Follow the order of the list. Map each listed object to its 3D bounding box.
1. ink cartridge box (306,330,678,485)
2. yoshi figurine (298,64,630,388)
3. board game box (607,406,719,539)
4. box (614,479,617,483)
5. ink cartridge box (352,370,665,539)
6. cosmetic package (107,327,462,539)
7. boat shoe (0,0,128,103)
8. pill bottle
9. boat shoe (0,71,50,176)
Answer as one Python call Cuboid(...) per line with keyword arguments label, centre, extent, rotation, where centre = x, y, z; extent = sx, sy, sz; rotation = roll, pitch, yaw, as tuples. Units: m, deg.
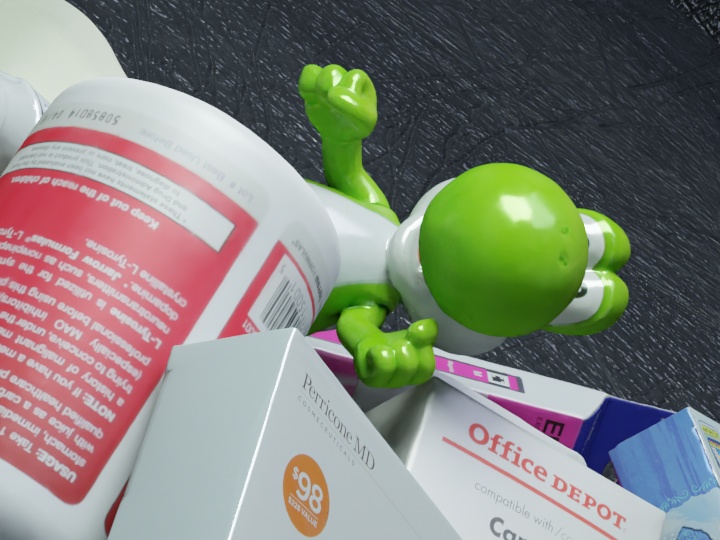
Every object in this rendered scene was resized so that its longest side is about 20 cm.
Cuboid(label="ink cartridge box", centre=(0.024, 0.080, 1.156), extent=(0.199, 0.095, 0.037), rotation=(14, 23, -12))
Cuboid(label="yoshi figurine", centre=(0.000, -0.009, 1.037), extent=(0.199, 0.113, 0.112), rotation=(1, 27, 2))
Cuboid(label="board game box", centre=(0.188, 0.170, 1.154), extent=(0.200, 0.043, 0.200), rotation=(29, 36, -57))
Cuboid(label="box", centre=(0.134, 0.151, 1.302), extent=(0.103, 0.095, 0.200), rotation=(41, 17, 7))
Cuboid(label="ink cartridge box", centre=(0.039, 0.122, 1.047), extent=(0.116, 0.067, 0.201), rotation=(31, 55, -22))
Cuboid(label="cosmetic package", centre=(-0.008, 0.138, 0.864), extent=(0.200, 0.051, 0.151), rotation=(53, 38, -39))
Cuboid(label="boat shoe", centre=(-0.129, -0.066, 1.383), extent=(0.200, 0.071, 0.063), rotation=(37, -26, 2))
Cuboid(label="pill bottle", centre=(-0.098, 0.047, 0.901), extent=(0.112, 0.200, 0.112), rotation=(25, -26, 13))
Cuboid(label="boat shoe", centre=(-0.206, -0.063, 1.036), extent=(0.199, 0.074, 0.065), rotation=(1, -20, 24))
